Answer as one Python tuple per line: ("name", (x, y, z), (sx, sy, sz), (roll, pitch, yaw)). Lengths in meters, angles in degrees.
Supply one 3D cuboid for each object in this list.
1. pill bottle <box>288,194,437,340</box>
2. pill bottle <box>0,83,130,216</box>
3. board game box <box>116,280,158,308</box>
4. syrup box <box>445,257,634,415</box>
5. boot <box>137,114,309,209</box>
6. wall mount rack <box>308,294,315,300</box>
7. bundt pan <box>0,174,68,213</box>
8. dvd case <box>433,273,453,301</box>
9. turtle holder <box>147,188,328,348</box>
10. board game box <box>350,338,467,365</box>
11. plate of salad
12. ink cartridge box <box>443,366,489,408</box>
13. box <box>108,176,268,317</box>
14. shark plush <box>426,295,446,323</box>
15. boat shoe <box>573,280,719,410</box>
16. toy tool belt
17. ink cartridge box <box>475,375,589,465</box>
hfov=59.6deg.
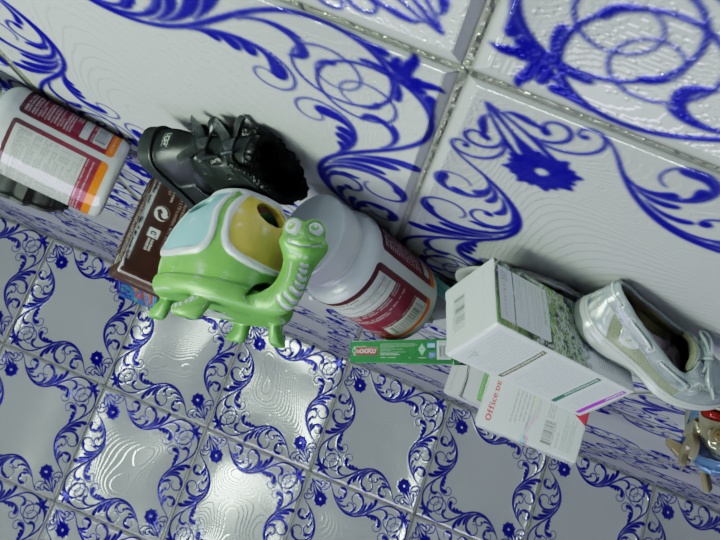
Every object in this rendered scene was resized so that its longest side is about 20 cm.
("pill bottle", (0.000, 0.000, 0.753), (0.112, 0.117, 0.199), (11, 163, 41))
("pill bottle", (-0.406, -0.160, 0.798), (0.197, 0.112, 0.109), (27, 167, -22))
("board game box", (-0.980, 0.075, 2.778), (0.195, 0.045, 0.155), (20, 126, 4))
("syrup box", (0.187, 0.075, 0.657), (0.197, 0.080, 0.081), (26, 138, -24))
("boot", (-0.128, -0.098, 0.685), (0.159, 0.075, 0.198), (8, 165, 28))
("wall mount rack", (-0.045, 0.017, 1.000), (0.195, 0.076, 0.174), (16, 167, 22))
("bundt pan", (-0.501, -0.170, 0.907), (0.200, 0.077, 0.202), (34, -174, -4))
("dvd case", (0.194, 0.077, 0.844), (0.197, 0.022, 0.146), (27, -171, -27))
("turtle holder", (-0.119, -0.008, 0.599), (0.138, 0.135, 0.185), (17, 165, -15))
("board game box", (0.094, 0.101, 0.763), (0.132, 0.030, 0.198), (6, 171, -34))
("plate of salad", (0.203, 0.046, 0.752), (0.195, 0.049, 0.200), (21, 167, 5))
("ink cartridge box", (0.315, 0.291, 1.513), (0.143, 0.086, 0.199), (27, 167, -20))
("box", (-0.248, -0.038, 0.902), (0.161, 0.170, 0.199), (25, 167, -23))
("shark plush", (0.092, 0.028, 0.917), (0.194, 0.093, 0.083), (7, -166, -10))
("boat shoe", (0.311, 0.077, 0.642), (0.199, 0.075, 0.065), (32, 139, -11))
("toy tool belt", (0.507, 0.249, 0.900), (0.123, 0.126, 0.199), (12, 164, 36))
("ink cartridge box", (0.340, 0.269, 1.225), (0.196, 0.151, 0.086), (18, 167, 22))
